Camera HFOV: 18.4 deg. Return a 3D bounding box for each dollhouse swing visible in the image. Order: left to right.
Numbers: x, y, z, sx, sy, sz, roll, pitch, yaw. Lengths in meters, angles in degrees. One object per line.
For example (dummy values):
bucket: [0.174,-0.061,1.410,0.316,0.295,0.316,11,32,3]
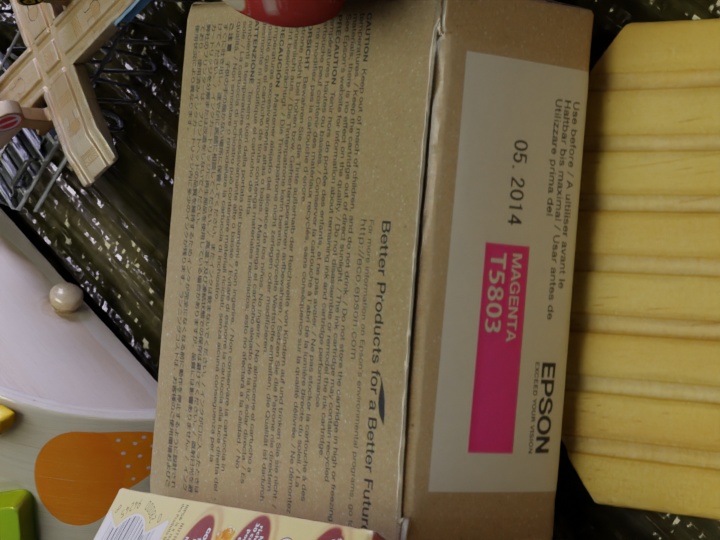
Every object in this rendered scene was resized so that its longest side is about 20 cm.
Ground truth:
dollhouse swing: [0.107,-0.004,0.682,0.176,0.182,0.200,4,90,32]

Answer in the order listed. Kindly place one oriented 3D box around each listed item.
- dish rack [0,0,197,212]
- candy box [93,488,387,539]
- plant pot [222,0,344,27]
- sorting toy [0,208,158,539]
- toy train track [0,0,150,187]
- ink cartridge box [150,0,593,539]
dish rack: [-0.129,-0.131,0.978,0.200,0.055,0.153,-55,53,28]
candy box: [-0.011,0.128,0.755,0.200,0.115,0.055,-1,59,62]
plant pot: [-0.011,-0.197,0.729,0.182,0.200,0.200,-36,56,-6]
sorting toy: [-0.172,0.084,0.987,0.200,0.107,0.180,43,134,36]
toy train track: [-0.109,-0.112,0.897,0.200,0.033,0.115,-39,63,36]
ink cartridge box: [0.000,0.000,0.815,0.165,0.075,0.200,6,91,53]
